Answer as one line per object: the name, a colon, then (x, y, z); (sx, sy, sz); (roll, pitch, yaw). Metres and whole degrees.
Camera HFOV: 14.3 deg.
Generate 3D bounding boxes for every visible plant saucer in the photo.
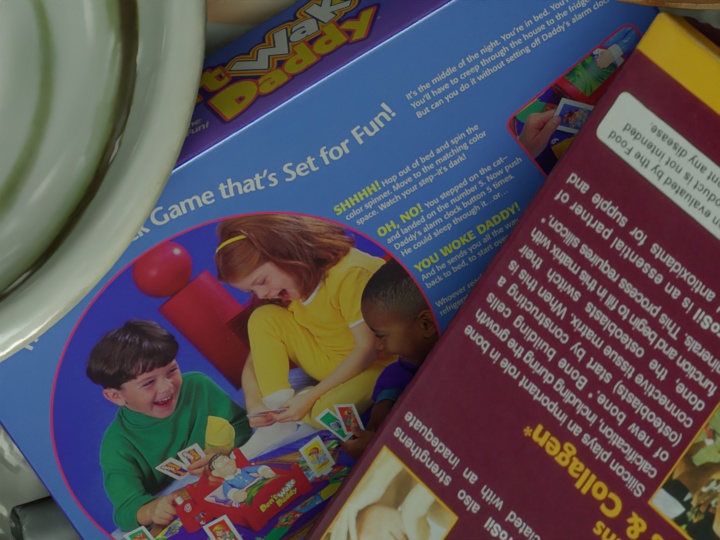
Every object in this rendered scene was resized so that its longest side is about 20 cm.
plant saucer: (-0.136, -0.056, 0.712); (0.199, 0.050, 0.201); (0, 74, 1)

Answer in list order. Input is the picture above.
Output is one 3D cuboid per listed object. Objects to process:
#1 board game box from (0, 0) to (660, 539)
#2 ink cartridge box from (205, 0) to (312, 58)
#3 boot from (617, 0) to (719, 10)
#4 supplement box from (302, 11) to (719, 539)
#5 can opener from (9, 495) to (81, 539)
board game box: (0.000, 0.000, 0.761); (0.200, 0.045, 0.135); (-31, 121, -1)
ink cartridge box: (-0.072, -0.058, 0.781); (0.162, 0.050, 0.201); (-1, 105, 3)
boot: (0.014, -0.098, 0.631); (0.200, 0.155, 0.077); (24, 110, 16)
supplement box: (0.074, 0.054, 0.708); (0.110, 0.086, 0.200); (42, 106, 32)
can opener: (-0.108, 0.038, 0.801); (0.067, 0.053, 0.201); (-14, 119, -13)
